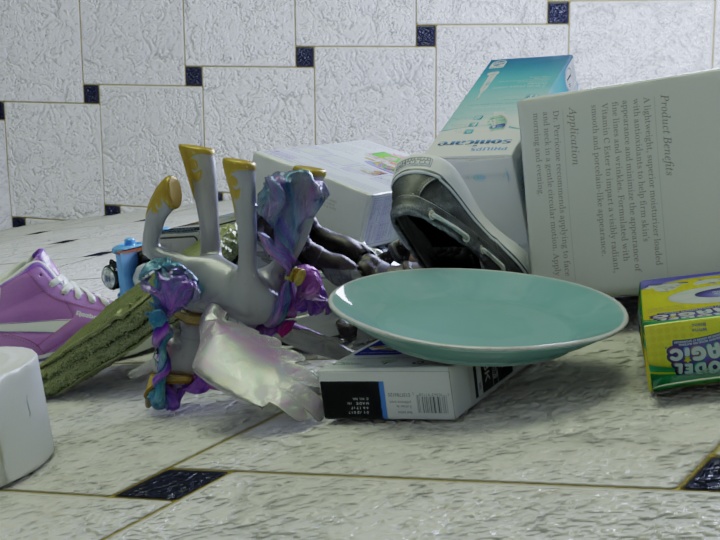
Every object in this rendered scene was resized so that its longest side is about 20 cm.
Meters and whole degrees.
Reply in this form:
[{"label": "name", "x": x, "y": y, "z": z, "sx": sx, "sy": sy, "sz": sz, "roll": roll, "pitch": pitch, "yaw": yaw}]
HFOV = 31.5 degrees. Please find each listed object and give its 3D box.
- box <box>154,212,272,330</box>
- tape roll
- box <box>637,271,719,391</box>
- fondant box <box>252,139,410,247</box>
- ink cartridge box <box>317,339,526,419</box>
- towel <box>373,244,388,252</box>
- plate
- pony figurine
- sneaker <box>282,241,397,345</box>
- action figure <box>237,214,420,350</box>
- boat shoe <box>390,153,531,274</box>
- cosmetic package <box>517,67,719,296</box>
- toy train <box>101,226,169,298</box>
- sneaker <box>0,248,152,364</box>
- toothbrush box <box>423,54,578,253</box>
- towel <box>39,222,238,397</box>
[{"label": "box", "x": -0.117, "y": 0.004, "z": 1.244, "sx": 0.060, "sy": 0.117, "sz": 0.200, "roll": -2, "pitch": 8, "yaw": 29}, {"label": "tape roll", "x": -0.310, "y": 0.108, "z": 0.857, "sx": 0.201, "sy": 0.071, "sz": 0.202, "roll": -8, "pitch": 7, "yaw": 1}, {"label": "box", "x": 0.243, "y": 0.037, "z": 0.838, "sx": 0.117, "sy": 0.049, "sz": 0.200, "roll": -7, "pitch": 9, "yaw": 12}, {"label": "fondant box", "x": 0.003, "y": -0.080, "z": 1.279, "sx": 0.144, "sy": 0.059, "sz": 0.200, "roll": 22, "pitch": 21, "yaw": 30}, {"label": "ink cartridge box", "x": 0.060, "y": 0.061, "z": 0.901, "sx": 0.099, "sy": 0.039, "sz": 0.200, "roll": -4, "pitch": 10, "yaw": 29}, {"label": "towel", "x": -0.011, "y": -0.037, "z": 1.536, "sx": 0.165, "sy": 0.086, "sz": 0.200, "roll": -12, "pitch": 8, "yaw": -32}, {"label": "plate", "x": 0.077, "y": 0.033, "z": 0.853, "sx": 0.199, "sy": 0.026, "sz": 0.200, "roll": 2, "pitch": 15, "yaw": 0}, {"label": "pony figurine", "x": -0.081, "y": 0.020, "z": 0.924, "sx": 0.192, "sy": 0.201, "sz": 0.166, "roll": 12, "pitch": 9, "yaw": 24}, {"label": "sneaker", "x": 0.007, "y": 0.010, "z": 1.148, "sx": 0.199, "sy": 0.088, "sz": 0.074, "roll": -12, "pitch": 1, "yaw": -37}, {"label": "action figure", "x": 0.000, "y": 0.000, "z": 1.066, "sx": 0.199, "sy": 0.070, "sz": 0.130, "roll": 29, "pitch": 36, "yaw": 0}, {"label": "boat shoe", "x": 0.084, "y": -0.005, "z": 1.006, "sx": 0.071, "sy": 0.200, "sz": 0.068, "roll": -10, "pitch": 49, "yaw": 29}, {"label": "cosmetic package", "x": 0.250, "y": -0.064, "z": 1.039, "sx": 0.199, "sy": 0.166, "sz": 0.165, "roll": -4, "pitch": -2, "yaw": 25}, {"label": "toy train", "x": -0.217, "y": -0.008, "z": 1.572, "sx": 0.199, "sy": 0.087, "sz": 0.114, "roll": -15, "pitch": 16, "yaw": -41}, {"label": "sneaker", "x": -0.266, "y": 0.031, "z": 1.219, "sx": 0.199, "sy": 0.115, "sz": 0.073, "roll": -11, "pitch": 6, "yaw": -27}, {"label": "toothbrush box", "x": 0.139, "y": -0.086, "z": 1.147, "sx": 0.085, "sy": 0.147, "sz": 0.200, "roll": 1, "pitch": 32, "yaw": 27}, {"label": "towel", "x": -0.188, "y": 0.036, "z": 1.084, "sx": 0.200, "sy": 0.037, "sz": 0.148, "roll": -33, "pitch": 11, "yaw": 30}]
